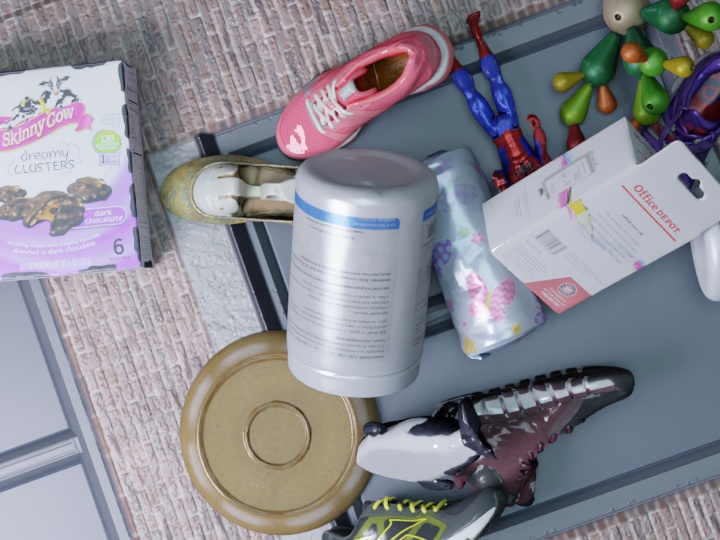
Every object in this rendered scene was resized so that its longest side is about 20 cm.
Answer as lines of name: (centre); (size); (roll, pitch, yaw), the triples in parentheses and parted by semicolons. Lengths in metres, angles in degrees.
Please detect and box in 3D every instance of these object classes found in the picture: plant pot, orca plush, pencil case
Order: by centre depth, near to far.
orca plush: (0.065, 0.141, 1.468); (0.105, 0.200, 0.071); (31, 63, -5)
pencil case: (0.101, -0.018, 1.518); (0.090, 0.083, 0.201); (-25, 88, 15)
plant pot: (-0.080, 0.159, 1.556); (0.199, 0.027, 0.201); (0, 91, 3)

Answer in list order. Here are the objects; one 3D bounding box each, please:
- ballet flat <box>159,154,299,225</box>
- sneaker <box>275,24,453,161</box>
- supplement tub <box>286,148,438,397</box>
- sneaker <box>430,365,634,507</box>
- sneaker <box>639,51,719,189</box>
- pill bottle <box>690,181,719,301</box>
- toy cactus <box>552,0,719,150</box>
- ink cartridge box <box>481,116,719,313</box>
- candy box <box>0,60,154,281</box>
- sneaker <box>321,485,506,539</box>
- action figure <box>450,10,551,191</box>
ballet flat: (-0.098, -0.076, 1.538); (0.199, 0.071, 0.071); (4, 90, 3)
sneaker: (-0.011, -0.170, 1.505); (0.200, 0.087, 0.074); (-32, 87, 24)
supplement tub: (0.000, 0.000, 1.468); (0.131, 0.132, 0.201); (7, 113, 3)
sneaker: (0.173, 0.163, 1.526); (0.199, 0.076, 0.116); (-14, 94, 14)
sneaker: (0.297, -0.122, 1.507); (0.080, 0.083, 0.201); (29, 93, 3)
pill bottle: (0.413, -0.038, 1.485); (0.199, 0.112, 0.113); (-8, 89, 4)
toy cactus: (0.248, -0.214, 1.496); (0.102, 0.200, 0.166); (9, 56, -28)
ink cartridge box: (0.225, -0.057, 1.447); (0.200, 0.068, 0.116); (-31, 131, 24)
candy box: (-0.296, -0.094, 1.545); (0.167, 0.072, 0.201); (-6, 90, 3)
sneaker: (0.043, 0.246, 1.511); (0.199, 0.074, 0.085); (-31, 82, 17)
action figure: (0.131, -0.145, 1.512); (0.065, 0.099, 0.201); (-26, 91, 4)
